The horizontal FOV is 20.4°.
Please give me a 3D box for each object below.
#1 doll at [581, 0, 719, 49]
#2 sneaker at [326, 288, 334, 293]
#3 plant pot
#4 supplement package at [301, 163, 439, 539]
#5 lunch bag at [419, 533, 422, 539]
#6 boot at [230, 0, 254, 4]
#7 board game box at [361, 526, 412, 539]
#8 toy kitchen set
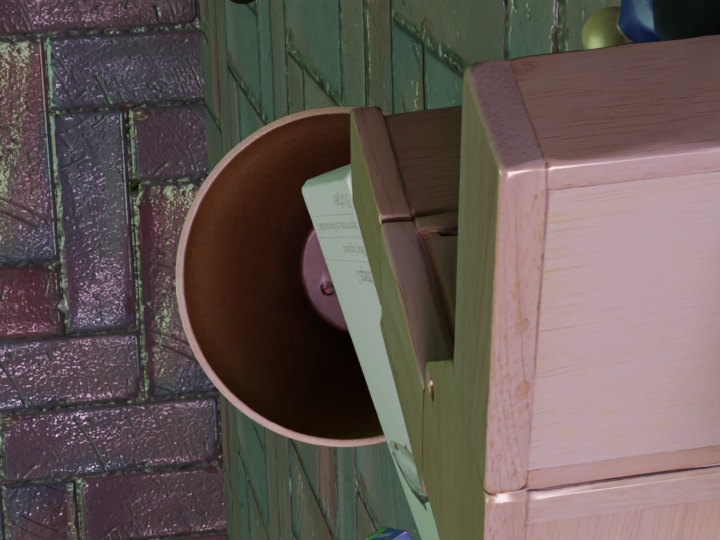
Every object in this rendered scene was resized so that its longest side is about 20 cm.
[{"bbox_3d":[0.122,-0.107,0.702,0.200,0.048,0.137,100,162,-67],"label":"doll"},{"bbox_3d":[-0.049,-0.028,1.658,0.074,0.086,0.201,106,157,-62],"label":"sneaker"},{"bbox_3d":[0.000,0.000,1.192,0.200,0.185,0.187,-20,-74,-84],"label":"plant pot"},{"bbox_3d":[0.069,0.041,0.758,0.117,0.117,0.201,180,71,-80],"label":"supplement package"},{"bbox_3d":[0.070,0.074,0.998,0.176,0.082,0.201,-119,26,-67],"label":"lunch bag"},{"bbox_3d":[-0.117,-0.376,1.967,0.200,0.064,0.187,-121,41,-63],"label":"boot"},{"bbox_3d":[0.055,0.227,1.033,0.200,0.034,0.135,59,173,4],"label":"board game box"},{"bbox_3d":[0.092,-0.028,0.539,0.200,0.162,0.181,-105,10,-47],"label":"toy kitchen set"}]
